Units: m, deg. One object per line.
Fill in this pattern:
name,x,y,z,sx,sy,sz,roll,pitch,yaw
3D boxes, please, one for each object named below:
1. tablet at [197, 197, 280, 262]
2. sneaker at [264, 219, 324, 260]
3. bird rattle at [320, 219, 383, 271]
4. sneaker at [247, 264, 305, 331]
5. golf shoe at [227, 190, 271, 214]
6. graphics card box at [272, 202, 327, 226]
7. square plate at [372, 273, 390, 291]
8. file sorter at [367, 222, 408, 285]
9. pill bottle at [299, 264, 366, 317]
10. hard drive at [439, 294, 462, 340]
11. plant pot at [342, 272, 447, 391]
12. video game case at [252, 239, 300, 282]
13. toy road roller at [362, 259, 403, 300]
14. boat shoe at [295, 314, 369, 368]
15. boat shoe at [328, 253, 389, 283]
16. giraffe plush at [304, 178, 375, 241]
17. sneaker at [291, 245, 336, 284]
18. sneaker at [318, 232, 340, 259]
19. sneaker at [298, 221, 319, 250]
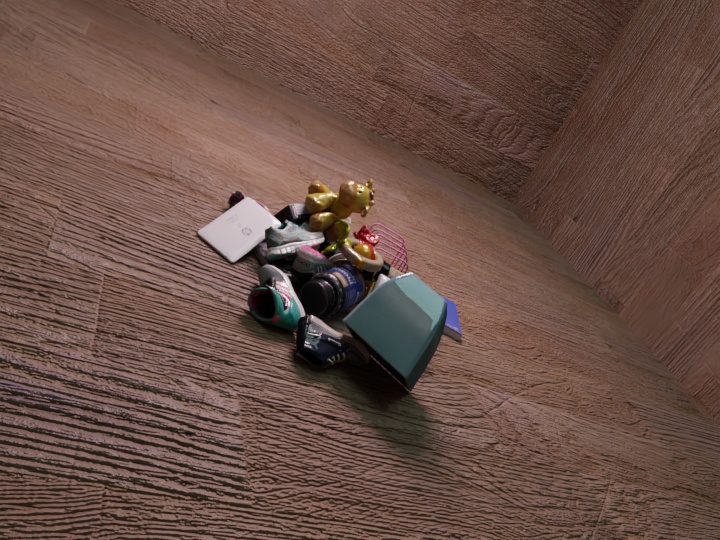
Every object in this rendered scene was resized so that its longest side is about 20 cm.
tablet,-0.312,-0.109,1.626,0.129,0.014,0.200,37,49,11
sneaker,-0.174,-0.092,1.656,0.197,0.076,0.094,-17,88,-48
bird rattle,-0.005,-0.047,1.674,0.197,0.114,0.164,18,25,-51
sneaker,-0.216,0.054,1.446,0.119,0.084,0.201,20,25,-50
golf shoe,-0.288,-0.155,1.762,0.199,0.074,0.091,41,9,35
graphics card box,-0.168,-0.155,1.831,0.197,0.124,0.052,-16,82,-48
square plate,0.104,0.134,1.626,0.196,0.028,0.202,30,59,-8
file sorter,0.068,-0.039,1.947,0.136,0.127,0.202,27,23,-13
pill bottle,-0.071,0.054,1.592,0.111,0.114,0.199,38,22,15
hard drive,0.254,0.132,1.980,0.129,0.026,0.201,29,23,-10
plant pot,0.101,0.126,1.462,0.195,0.201,0.196,39,-9,18
video game case,-0.200,-0.030,1.710,0.196,0.024,0.183,9,32,-46
toy road roller,0.062,0.088,1.731,0.120,0.146,0.204,28,60,-7
boat shoe,-0.065,0.189,1.405,0.197,0.074,0.095,31,44,-21
boat shoe,0.001,-0.003,1.810,0.195,0.074,0.061,8,21,-13
giraffe plush,-0.039,-0.188,1.761,0.197,0.159,0.179,2,73,-48
sneaker,-0.128,-0.004,1.643,0.073,0.089,0.199,33,3,18
sneaker,-0.100,-0.093,1.902,0.110,0.074,0.200,3,36,-48
sneaker,-0.170,-0.100,1.758,0.075,0.082,0.198,41,24,18
